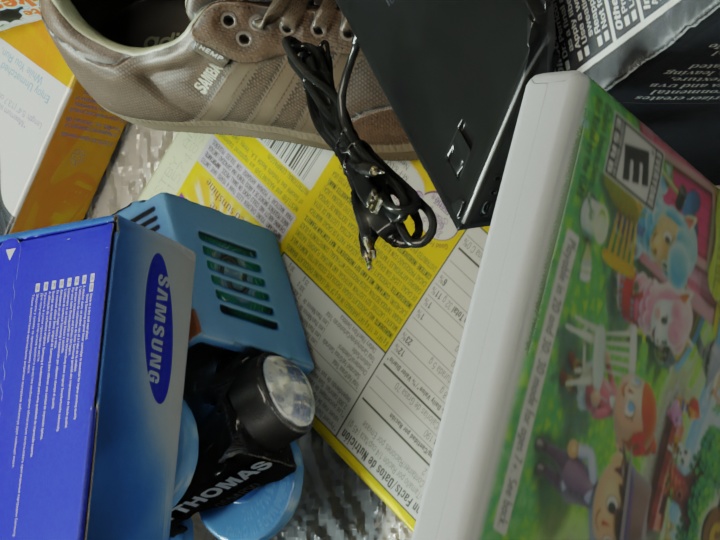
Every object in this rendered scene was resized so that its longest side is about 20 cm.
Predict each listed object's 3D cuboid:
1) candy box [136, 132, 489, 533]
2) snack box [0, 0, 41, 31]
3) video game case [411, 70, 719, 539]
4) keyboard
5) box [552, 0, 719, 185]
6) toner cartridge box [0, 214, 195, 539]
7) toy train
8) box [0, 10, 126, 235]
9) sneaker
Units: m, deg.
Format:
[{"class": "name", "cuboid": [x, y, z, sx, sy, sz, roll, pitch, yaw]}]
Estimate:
[{"class": "candy box", "cuboid": [0.000, 0.000, 0.992, 0.200, 0.026, 0.103, 45, 112, 35]}, {"class": "snack box", "cuboid": [-0.144, -0.150, 1.091, 0.199, 0.037, 0.117, -12, 64, 27]}, {"class": "video game case", "cuboid": [0.081, 0.075, 0.780, 0.022, 0.182, 0.201, -2, 64, 39]}, {"class": "keyboard", "cuboid": [0.009, -0.084, 0.871, 0.200, 0.020, 0.127, -114, 36, -44]}, {"class": "box", "cuboid": [0.101, -0.144, 0.818, 0.198, 0.123, 0.201, 147, 117, -64]}, {"class": "toner cartridge box", "cuboid": [-0.109, 0.089, 0.904, 0.095, 0.043, 0.201, -8, 69, 36]}, {"class": "toy train", "cuboid": [-0.103, 0.060, 0.995, 0.199, 0.087, 0.115, -30, 61, 27]}, {"class": "box", "cuboid": [-0.168, -0.021, 1.129, 0.119, 0.041, 0.201, 36, 108, 38]}, {"class": "sneaker", "cuboid": [-0.021, -0.083, 0.964, 0.199, 0.076, 0.071, -3, 64, 26]}]
